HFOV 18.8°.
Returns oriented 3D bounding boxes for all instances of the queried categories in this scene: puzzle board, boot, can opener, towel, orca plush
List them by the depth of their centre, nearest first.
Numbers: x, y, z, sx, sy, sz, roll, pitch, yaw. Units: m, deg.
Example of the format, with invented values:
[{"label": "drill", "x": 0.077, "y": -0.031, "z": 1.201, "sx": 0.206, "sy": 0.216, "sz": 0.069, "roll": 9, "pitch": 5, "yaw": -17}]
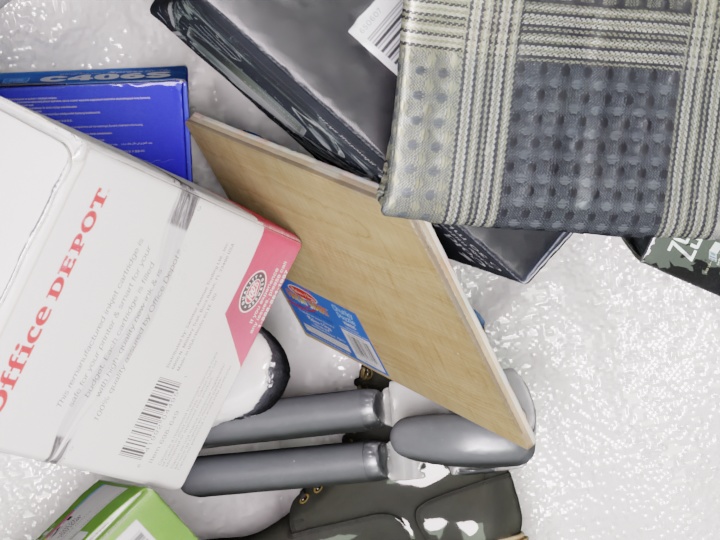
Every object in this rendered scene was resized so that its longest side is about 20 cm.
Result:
[{"label": "towel", "x": 0.105, "y": -0.114, "z": 0.935, "sx": 0.192, "sy": 0.035, "sz": 0.200, "roll": 3, "pitch": 104, "yaw": -18}, {"label": "puzzle board", "x": 0.000, "y": 0.000, "z": 1.071, "sx": 0.017, "sy": 0.200, "sz": 0.151, "roll": -40, "pitch": 124, "yaw": -18}, {"label": "can opener", "x": -0.005, "y": 0.084, "z": 1.126, "sx": 0.200, "sy": 0.066, "sz": 0.053, "roll": -7, "pitch": 78, "yaw": 19}, {"label": "orca plush", "x": -0.118, "y": 0.061, "z": 1.156, "sx": 0.200, "sy": 0.071, "sz": 0.105, "roll": -17, "pitch": 70, "yaw": 23}, {"label": "boot", "x": -0.013, "y": 0.110, "z": 1.186, "sx": 0.200, "sy": 0.077, "sz": 0.139, "roll": -7, "pitch": 87, "yaw": 7}]

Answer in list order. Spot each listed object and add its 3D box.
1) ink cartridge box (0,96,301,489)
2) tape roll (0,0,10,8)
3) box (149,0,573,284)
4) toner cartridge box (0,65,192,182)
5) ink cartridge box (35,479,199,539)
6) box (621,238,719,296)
[{"label": "ink cartridge box", "x": -0.135, "y": 0.013, "z": 1.019, "sx": 0.085, "sy": 0.200, "sz": 0.146, "roll": 27, "pitch": 91, "yaw": 29}, {"label": "tape roll", "x": -0.215, "y": -0.202, "z": 1.015, "sx": 0.066, "sy": 0.200, "sz": 0.200, "roll": 40, "pitch": 103, "yaw": 31}, {"label": "box", "x": 0.019, "y": -0.108, "z": 1.041, "sx": 0.200, "sy": 0.197, "sz": 0.124, "roll": 41, "pitch": 87, "yaw": -12}, {"label": "toner cartridge box", "x": -0.187, "y": -0.054, "z": 1.134, "sx": 0.200, "sy": 0.043, "sz": 0.095, "roll": -2, "pitch": 105, "yaw": -2}, {"label": "ink cartridge box", "x": -0.117, "y": 0.186, "z": 1.144, "sx": 0.076, "sy": 0.200, "sz": 0.148, "roll": -44, "pitch": 103, "yaw": -17}, {"label": "box", "x": 0.251, "y": -0.071, "z": 1.129, "sx": 0.164, "sy": 0.086, "sz": 0.200, "roll": 22, "pitch": 103, "yaw": -9}]
